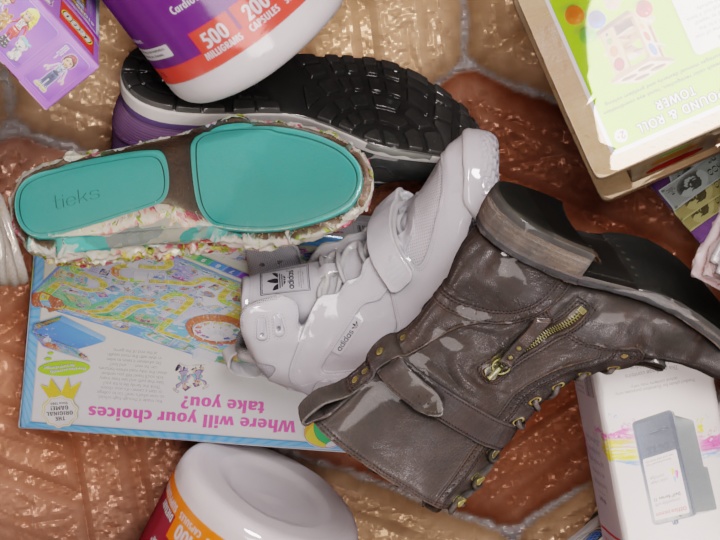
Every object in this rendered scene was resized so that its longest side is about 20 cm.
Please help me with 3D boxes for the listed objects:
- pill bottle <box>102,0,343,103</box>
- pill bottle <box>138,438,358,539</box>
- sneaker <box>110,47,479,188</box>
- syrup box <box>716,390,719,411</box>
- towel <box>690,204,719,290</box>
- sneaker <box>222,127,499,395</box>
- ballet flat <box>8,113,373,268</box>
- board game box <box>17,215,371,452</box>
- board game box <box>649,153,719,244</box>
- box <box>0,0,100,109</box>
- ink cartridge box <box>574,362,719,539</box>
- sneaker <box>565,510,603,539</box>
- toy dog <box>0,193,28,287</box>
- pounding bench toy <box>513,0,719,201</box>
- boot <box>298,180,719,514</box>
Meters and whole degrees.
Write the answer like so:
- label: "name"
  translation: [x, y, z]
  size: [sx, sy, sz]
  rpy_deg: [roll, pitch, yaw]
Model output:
- label: "pill bottle"
  translation: [-0.103, -0.190, 1.503]
  size: [0.112, 0.113, 0.200]
  rpy_deg: [-34, 109, 11]
- label: "pill bottle"
  translation: [-0.091, 0.206, 1.691]
  size: [0.113, 0.113, 0.200]
  rpy_deg: [22, 111, -14]
- label: "sneaker"
  translation: [-0.036, -0.066, 1.605]
  size: [0.199, 0.076, 0.088]
  rpy_deg: [9, 130, -6]
- label: "syrup box"
  translation: [0.290, 0.044, 1.612]
  size: [0.079, 0.081, 0.200]
  rpy_deg: [46, 135, -6]
- label: "towel"
  translation: [0.281, -0.049, 1.463]
  size: [0.191, 0.032, 0.200]
  rpy_deg: [23, 96, -27]
- label: "sneaker"
  translation: [0.000, 0.000, 1.572]
  size: [0.115, 0.075, 0.200]
  rpy_deg: [14, 129, -11]
- label: "ballet flat"
  translation: [-0.086, -0.039, 1.552]
  size: [0.199, 0.064, 0.076]
  rpy_deg: [-3, 76, 13]
- label: "board game box"
  translation: [-0.087, 0.030, 1.653]
  size: [0.199, 0.034, 0.135]
  rpy_deg: [5, 114, -7]
- label: "board game box"
  translation: [0.251, -0.088, 1.600]
  size: [0.200, 0.032, 0.120]
  rpy_deg: [-43, 74, 15]
- label: "box"
  translation: [-0.208, -0.186, 1.488]
  size: [0.039, 0.137, 0.200]
  rpy_deg: [-37, 112, 12]
- label: "ink cartridge box"
  translation: [0.163, 0.103, 1.625]
  size: [0.067, 0.117, 0.201]
  rpy_deg: [-10, 91, -2]
- label: "sneaker"
  translation: [0.147, 0.183, 1.720]
  size: [0.200, 0.077, 0.076]
  rpy_deg: [-26, 112, 6]
- label: "toy dog"
  translation: [-0.251, -0.069, 1.551]
  size: [0.096, 0.132, 0.201]
  rpy_deg: [-18, 98, -10]
- label: "pounding bench toy"
  translation: [0.189, -0.135, 1.527]
  size: [0.200, 0.156, 0.124]
  rpy_deg: [-24, 84, 4]
- label: "boot"
  translation: [0.088, 0.057, 1.535]
  size: [0.200, 0.069, 0.174]
  rpy_deg: [27, 111, -22]
